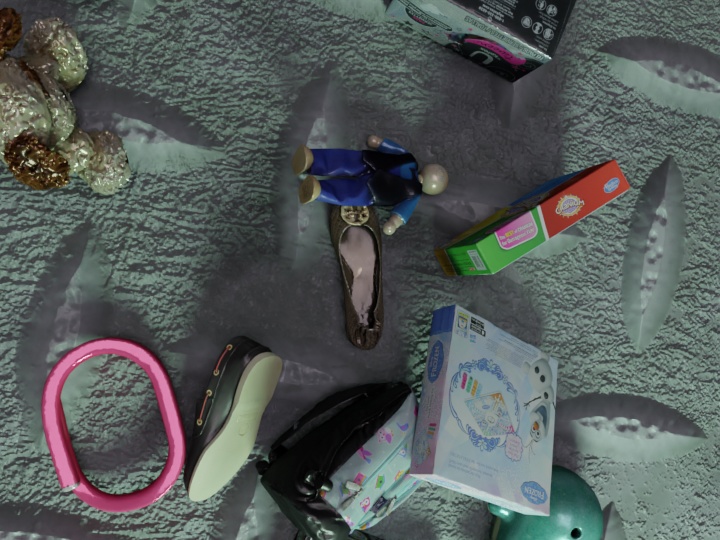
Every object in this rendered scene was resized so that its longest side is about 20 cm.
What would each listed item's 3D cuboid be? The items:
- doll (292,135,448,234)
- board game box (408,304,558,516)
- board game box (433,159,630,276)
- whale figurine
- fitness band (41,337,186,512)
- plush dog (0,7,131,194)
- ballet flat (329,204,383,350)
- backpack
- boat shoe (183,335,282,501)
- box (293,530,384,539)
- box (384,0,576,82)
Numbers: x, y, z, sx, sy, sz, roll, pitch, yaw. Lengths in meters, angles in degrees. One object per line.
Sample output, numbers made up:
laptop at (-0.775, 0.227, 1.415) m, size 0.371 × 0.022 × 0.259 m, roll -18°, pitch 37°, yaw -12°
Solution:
doll at (0.021, -0.109, 0.804) m, size 0.200 × 0.048 × 0.137 m, roll -4°, pitch 70°, yaw -28°
board game box at (0.157, 0.171, 0.789) m, size 0.200 × 0.043 × 0.199 m, roll 28°, pitch 59°, yaw -30°
board game box at (0.204, -0.060, 0.808) m, size 0.200 × 0.153 × 0.040 m, roll -31°, pitch 95°, yaw -11°
whale figurine at (0.226, 0.346, 0.839) m, size 0.200 × 0.104 × 0.159 m, roll -46°, pitch 100°, yaw -10°
fitness band at (-0.281, 0.176, 0.752) m, size 0.143 × 0.037 × 0.200 m, roll -16°, pitch 89°, yaw -12°
plush dog at (-0.346, -0.161, 0.671) m, size 0.160 × 0.172 × 0.200 m, roll -21°, pitch 96°, yaw -11°
ballet flat at (0.000, 0.000, 0.815) m, size 0.067 × 0.046 × 0.200 m, roll -4°, pitch 91°, yaw -13°
backpack at (-0.003, 0.222, 0.772) m, size 0.200 × 0.167 × 0.127 m, roll -36°, pitch 106°, yaw -24°
boat shoe at (-0.160, 0.175, 0.776) m, size 0.074 × 0.063 × 0.202 m, roll 14°, pitch 102°, yaw -55°
box at (-0.008, 0.415, 0.818) m, size 0.200 × 0.044 × 0.160 m, roll 25°, pitch 84°, yaw -12°
box at (0.151, -0.345, 0.814) m, size 0.200 × 0.115 × 0.132 m, roll 24°, pitch 86°, yaw -11°
